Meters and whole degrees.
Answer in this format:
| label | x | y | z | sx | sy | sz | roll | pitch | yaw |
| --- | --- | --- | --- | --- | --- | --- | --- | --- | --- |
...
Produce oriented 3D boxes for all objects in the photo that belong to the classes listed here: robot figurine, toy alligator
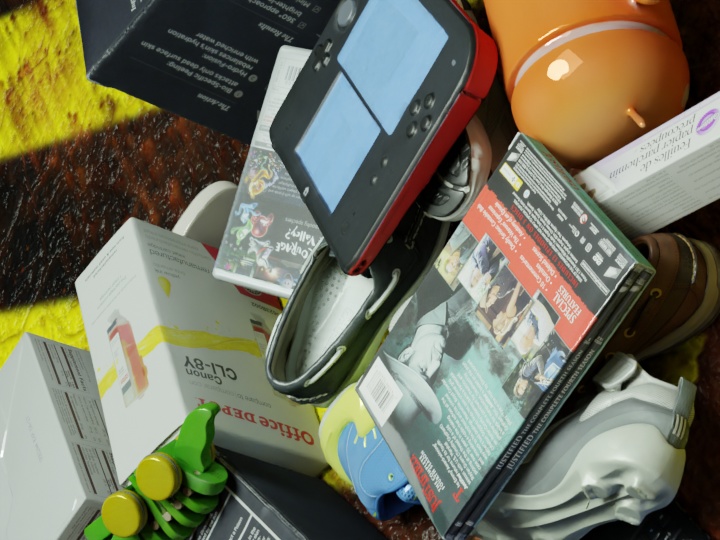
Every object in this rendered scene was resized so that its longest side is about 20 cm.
| label | x | y | z | sx | sy | sz | roll | pitch | yaw |
| --- | --- | --- | --- | --- | --- | --- | --- | --- | --- |
| robot figurine | 0.140 | -0.148 | 0.998 | 0.143 | 0.116 | 0.202 | -25 | 57 | 23 |
| toy alligator | -0.143 | 0.168 | 1.061 | 0.054 | 0.059 | 0.200 | 46 | 114 | 7 |

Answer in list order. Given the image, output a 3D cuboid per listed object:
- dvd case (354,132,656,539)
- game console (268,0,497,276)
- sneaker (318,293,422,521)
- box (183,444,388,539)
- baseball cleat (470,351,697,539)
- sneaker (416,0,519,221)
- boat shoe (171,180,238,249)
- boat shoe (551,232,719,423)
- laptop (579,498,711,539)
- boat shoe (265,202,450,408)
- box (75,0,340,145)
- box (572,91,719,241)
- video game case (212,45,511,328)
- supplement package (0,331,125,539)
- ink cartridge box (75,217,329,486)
| label | x | y | z | sx | sy | sz | roll | pitch | yaw |
| --- | --- | --- | --- | --- | --- | --- | --- | --- | --- |
| dvd case | 0.078 | 0.038 | 0.937 | 0.201 | 0.022 | 0.146 | -57 | 37 | 18 |
| game console | 0.008 | -0.116 | 1.063 | 0.178 | 0.031 | 0.201 | -54 | 33 | 18 |
| sneaker | 0.051 | 0.089 | 1.043 | 0.201 | 0.075 | 0.106 | -54 | 48 | 36 |
| box | -0.058 | 0.256 | 1.052 | 0.198 | 0.122 | 0.202 | 34 | 98 | 50 |
| baseball cleat | 0.127 | 0.109 | 0.930 | 0.199 | 0.070 | 0.107 | -23 | 33 | 54 |
| sneaker | 0.067 | -0.109 | 1.075 | 0.074 | 0.079 | 0.202 | -38 | 46 | 38 |
| boat shoe | -0.165 | 0.005 | 1.324 | 0.092 | 0.074 | 0.202 | 35 | 102 | 43 |
| boat shoe | 0.129 | 0.043 | 0.965 | 0.200 | 0.067 | 0.073 | -43 | 46 | 30 |
| laptop | 0.122 | 0.215 | 0.873 | 0.178 | 0.103 | 0.200 | -56 | 41 | 16 |
| boat shoe | 0.000 | 0.000 | 1.083 | 0.075 | 0.060 | 0.202 | 23 | 89 | 31 |
| box | -0.086 | -0.216 | 1.228 | 0.200 | 0.195 | 0.118 | -43 | 45 | 30 |
| box | 0.156 | -0.043 | 0.937 | 0.199 | 0.041 | 0.039 | -32 | 32 | 48 |
| video game case | 0.000 | -0.059 | 1.146 | 0.198 | 0.023 | 0.184 | 15 | 85 | 30 |
| supplement package | -0.249 | 0.184 | 1.320 | 0.156 | 0.110 | 0.201 | -53 | 41 | 20 |
| ink cartridge box | -0.119 | 0.076 | 1.187 | 0.083 | 0.144 | 0.201 | -44 | 46 | 26 |
